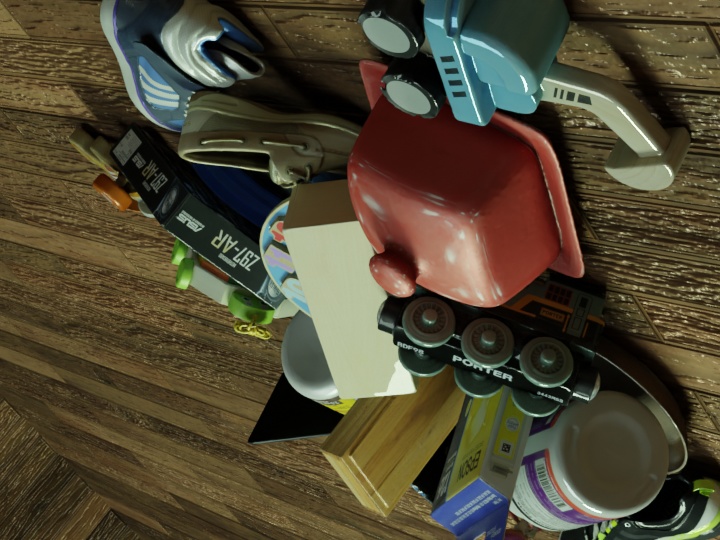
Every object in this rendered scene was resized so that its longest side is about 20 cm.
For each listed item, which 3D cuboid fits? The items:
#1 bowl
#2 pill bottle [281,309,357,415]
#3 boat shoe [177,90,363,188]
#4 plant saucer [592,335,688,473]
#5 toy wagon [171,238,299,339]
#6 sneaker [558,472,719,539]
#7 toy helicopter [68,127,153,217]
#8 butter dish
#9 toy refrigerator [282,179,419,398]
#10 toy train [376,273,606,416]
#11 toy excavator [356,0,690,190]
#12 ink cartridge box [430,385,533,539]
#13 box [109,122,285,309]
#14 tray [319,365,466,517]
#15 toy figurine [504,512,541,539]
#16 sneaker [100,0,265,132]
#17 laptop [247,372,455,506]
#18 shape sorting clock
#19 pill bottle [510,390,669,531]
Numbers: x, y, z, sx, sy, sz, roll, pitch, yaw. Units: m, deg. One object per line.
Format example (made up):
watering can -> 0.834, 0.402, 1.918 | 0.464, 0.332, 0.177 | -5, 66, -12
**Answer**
bowl -> -0.070, -0.081, 1.708 | 0.199, 0.040, 0.201 | 26, 161, 10
pill bottle -> 0.014, 0.102, 1.834 | 0.109, 0.110, 0.200 | 22, 175, 39
boat shoe -> -0.061, -0.103, 1.573 | 0.198, 0.065, 0.072 | 14, 161, 1
plant saucer -> 0.223, 0.111, 1.651 | 0.199, 0.032, 0.201 | 33, 159, 14
toy wagon -> -0.116, 0.013, 1.864 | 0.154, 0.040, 0.200 | 15, -162, -15
sneaker -> 0.259, 0.227, 1.705 | 0.199, 0.072, 0.083 | -25, 138, 36
toy helicopter -> -0.264, -0.110, 2.008 | 0.200, 0.079, 0.132 | 34, 171, 47
butter dish -> 0.062, -0.043, 1.441 | 0.199, 0.148, 0.200 | 26, 157, 31
toy refrigerator -> -0.003, 0.016, 1.588 | 0.075, 0.070, 0.201 | -6, 129, 16
toy train -> 0.117, 0.047, 1.529 | 0.198, 0.115, 0.085 | 19, 151, 9
toy excavator -> 0.120, -0.139, 1.235 | 0.199, 0.100, 0.195 | 17, 153, 28
ink cartridge box -> 0.112, 0.172, 1.645 | 0.047, 0.201, 0.198 | 21, 160, -4
box -> -0.158, -0.058, 1.796 | 0.160, 0.044, 0.200 | 37, -174, -34
tray -> 0.052, 0.131, 1.744 | 0.037, 0.200, 0.099 | 16, 150, 45
toy figurine -> 0.187, 0.269, 1.824 | 0.200, 0.184, 0.150 | 49, 157, -24
sneaker -> -0.141, -0.176, 1.613 | 0.146, 0.081, 0.200 | 23, 157, 30
laptop -> 0.000, 0.184, 1.960 | 0.200, 0.103, 0.177 | 42, -156, -7
shape sorting clock -> 0.000, 0.000, 1.645 | 0.198, 0.039, 0.201 | 16, 140, 14
pill bottle -> 0.194, 0.180, 1.641 | 0.111, 0.112, 0.200 | 40, 160, -4
